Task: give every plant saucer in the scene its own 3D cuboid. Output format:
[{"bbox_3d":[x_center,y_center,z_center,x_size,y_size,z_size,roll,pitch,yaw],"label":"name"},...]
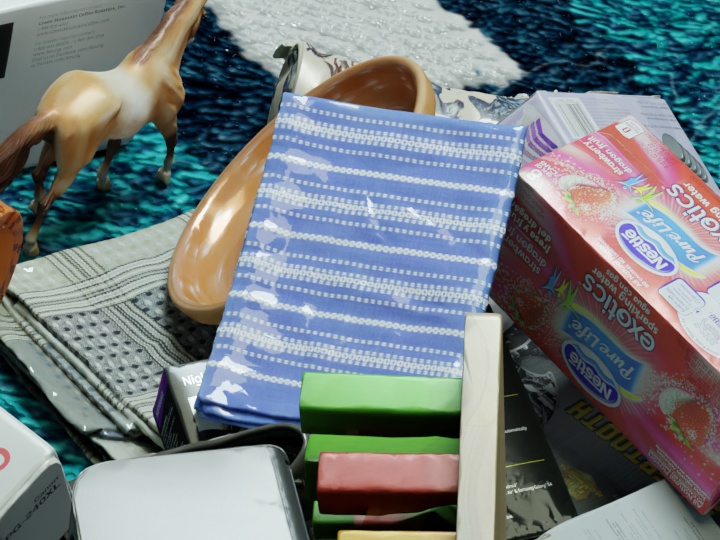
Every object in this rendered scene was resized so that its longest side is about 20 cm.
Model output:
[{"bbox_3d":[-0.029,-0.041,1.537,0.037,0.200,0.201,44,28,-24],"label":"plant saucer"}]

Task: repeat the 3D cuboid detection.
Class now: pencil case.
[{"bbox_3d":[0.034,-0.097,1.749,0.199,0.078,0.090,13,51,-6],"label":"pencil case"}]

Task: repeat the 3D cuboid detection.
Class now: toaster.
[{"bbox_3d":[-0.078,0.210,1.210,0.118,0.182,0.201,-1,40,-15],"label":"toaster"}]

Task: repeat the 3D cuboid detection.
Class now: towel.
[{"bbox_3d":[0.000,0.000,1.410,0.144,0.024,0.201,9,67,15],"label":"towel"},{"bbox_3d":[-0.115,0.038,1.544,0.199,0.035,0.193,-18,49,-38],"label":"towel"}]

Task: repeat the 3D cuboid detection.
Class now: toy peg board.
[{"bbox_3d":[0.019,0.157,1.256,0.097,0.201,0.200,1,53,5],"label":"toy peg board"}]

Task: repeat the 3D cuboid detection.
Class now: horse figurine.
[{"bbox_3d":[-0.161,-0.088,1.607,0.050,0.133,0.200,36,40,22],"label":"horse figurine"}]

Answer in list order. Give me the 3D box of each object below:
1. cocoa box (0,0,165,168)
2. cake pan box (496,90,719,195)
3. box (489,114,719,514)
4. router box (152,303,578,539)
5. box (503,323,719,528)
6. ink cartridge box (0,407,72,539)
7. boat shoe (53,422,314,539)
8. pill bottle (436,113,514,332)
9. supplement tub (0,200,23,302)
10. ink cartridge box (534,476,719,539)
[{"bbox_3d":[-0.245,-0.149,1.652,0.199,0.134,0.131,-17,47,-38],"label":"cocoa box"},{"bbox_3d":[0.179,-0.024,1.633,0.185,0.052,0.200,58,26,14],"label":"cake pan box"},{"bbox_3d":[0.169,0.022,1.449,0.099,0.096,0.200,-25,59,-35],"label":"box"},{"bbox_3d":[0.003,0.107,1.431,0.199,0.051,0.150,-10,59,-19],"label":"router box"},{"bbox_3d":[0.133,0.111,1.542,0.200,0.049,0.158,37,39,25],"label":"box"},{"bbox_3d":[-0.261,0.103,1.306,0.200,0.084,0.145,35,69,21],"label":"ink cartridge box"},{"bbox_3d":[-0.111,0.120,1.347,0.199,0.057,0.067,-17,59,0],"label":"boat shoe"},{"bbox_3d":[0.040,-0.033,1.615,0.111,0.113,0.200,10,17,-10],"label":"pill bottle"},{"bbox_3d":[-0.300,-0.031,1.481,0.199,0.123,0.123,25,36,11],"label":"supplement tub"},{"bbox_3d":[0.167,0.211,1.346,0.200,0.041,0.200,54,30,15],"label":"ink cartridge box"}]
